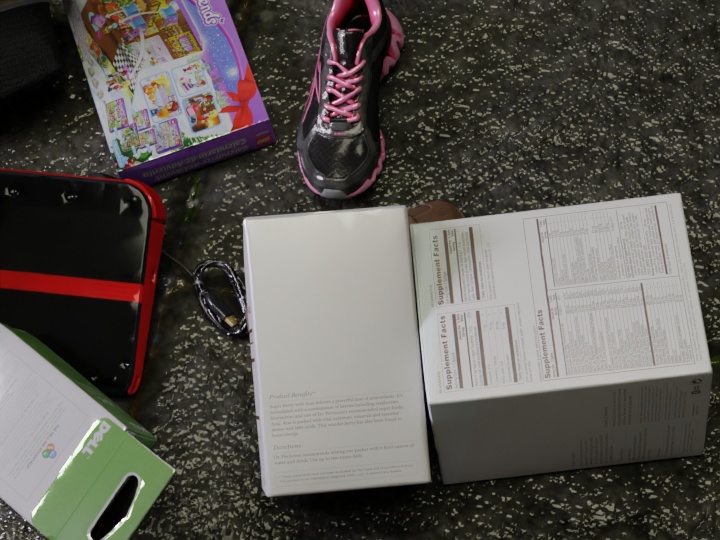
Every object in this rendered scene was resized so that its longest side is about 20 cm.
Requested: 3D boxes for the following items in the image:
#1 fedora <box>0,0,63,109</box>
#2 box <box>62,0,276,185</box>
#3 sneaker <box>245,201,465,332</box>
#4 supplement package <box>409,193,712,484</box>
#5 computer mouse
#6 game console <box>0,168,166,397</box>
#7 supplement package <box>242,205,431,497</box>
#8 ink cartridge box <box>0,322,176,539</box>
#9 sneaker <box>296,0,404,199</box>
[{"bbox_3d":[-0.327,-0.182,1.579,0.200,0.201,0.092,-21,94,-5],"label":"fedora"},{"bbox_3d":[-0.168,-0.175,1.600,0.137,0.039,0.200,-19,61,-3],"label":"box"},{"bbox_3d":[0.000,0.000,1.463,0.200,0.076,0.070,-34,63,-11],"label":"sneaker"},{"bbox_3d":[0.147,0.053,1.372,0.200,0.152,0.151,-7,61,4],"label":"supplement package"},{"bbox_3d":[-0.164,-0.014,1.507,0.200,0.034,0.059,36,93,21],"label":"computer mouse"},{"bbox_3d":[-0.263,0.006,1.498,0.200,0.031,0.177,6,84,12],"label":"game console"},{"bbox_3d":[-0.020,0.060,1.361,0.121,0.120,0.200,-4,87,-4],"label":"supplement package"},{"bbox_3d":[-0.227,0.139,1.411,0.200,0.059,0.104,36,90,24],"label":"ink cartridge box"},{"bbox_3d":[-0.013,-0.157,1.541,0.079,0.095,0.200,4,64,8],"label":"sneaker"}]
